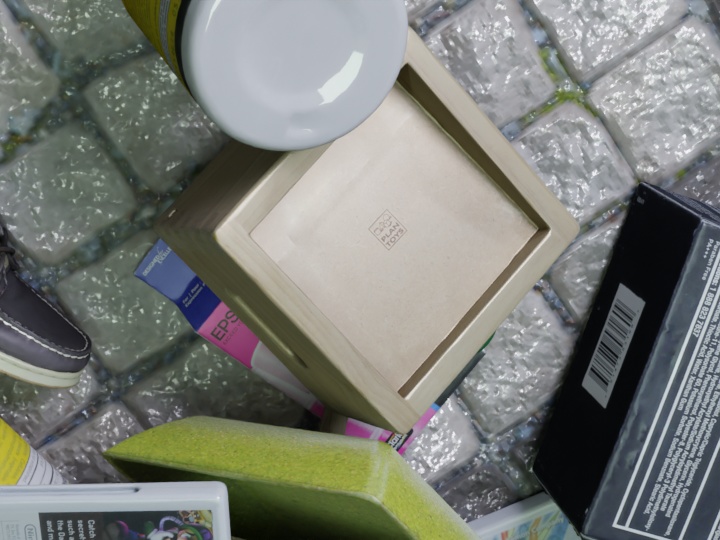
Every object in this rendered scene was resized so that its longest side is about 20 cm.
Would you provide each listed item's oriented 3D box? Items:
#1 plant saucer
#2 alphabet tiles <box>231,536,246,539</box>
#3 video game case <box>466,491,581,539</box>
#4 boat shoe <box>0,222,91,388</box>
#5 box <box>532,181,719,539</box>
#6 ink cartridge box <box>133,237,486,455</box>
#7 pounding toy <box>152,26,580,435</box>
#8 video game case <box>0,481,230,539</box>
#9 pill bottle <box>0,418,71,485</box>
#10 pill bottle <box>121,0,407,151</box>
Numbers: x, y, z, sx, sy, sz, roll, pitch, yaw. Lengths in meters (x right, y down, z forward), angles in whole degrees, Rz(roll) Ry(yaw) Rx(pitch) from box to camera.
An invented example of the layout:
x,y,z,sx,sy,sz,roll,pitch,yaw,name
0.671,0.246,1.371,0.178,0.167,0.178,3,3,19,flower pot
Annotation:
x,y,z,sx,sy,sz,roll,pitch,yaw,name
-0.016,0.144,1.095,0.200,0.200,0.048,49,56,-44,plant saucer
-0.004,0.218,1.140,0.200,0.006,0.167,12,147,21,alphabet tiles
0.092,0.247,1.234,0.200,0.022,0.183,-22,110,0,video game case
-0.232,-0.007,1.080,0.200,0.072,0.065,37,105,-11,boat shoe
0.237,0.077,1.139,0.198,0.123,0.200,18,100,-13,box
-0.030,0.026,1.138,0.200,0.037,0.095,36,100,-15,ink cartridge box
0.000,0.000,1.062,0.184,0.142,0.200,-48,111,-14,pounding toy
-0.159,0.211,1.061,0.181,0.023,0.200,-1,112,3,video game case
-0.228,0.148,1.110,0.111,0.111,0.200,-41,108,6,pill bottle
-0.063,-0.150,0.977,0.114,0.200,0.114,-11,121,-19,pill bottle
